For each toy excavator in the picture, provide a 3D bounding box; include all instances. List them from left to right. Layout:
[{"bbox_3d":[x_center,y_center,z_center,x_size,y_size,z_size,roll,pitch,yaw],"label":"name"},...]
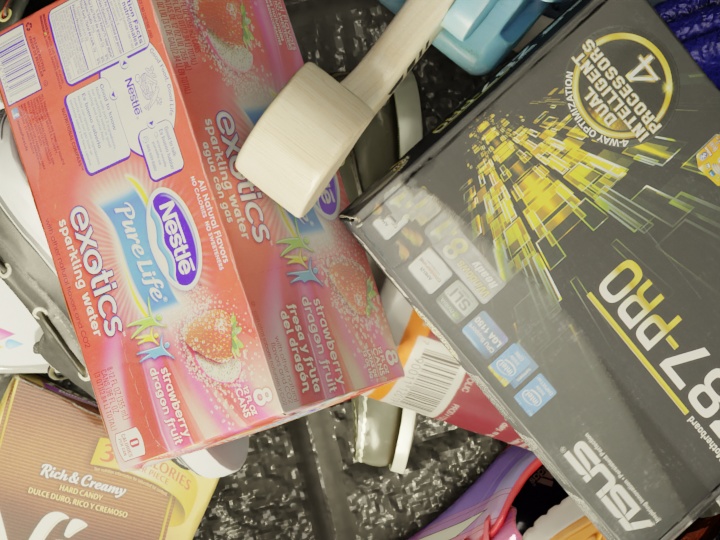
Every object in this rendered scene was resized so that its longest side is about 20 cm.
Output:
[{"bbox_3d":[0.036,-0.116,0.976,0.100,0.194,0.201,36,101,3],"label":"toy excavator"}]

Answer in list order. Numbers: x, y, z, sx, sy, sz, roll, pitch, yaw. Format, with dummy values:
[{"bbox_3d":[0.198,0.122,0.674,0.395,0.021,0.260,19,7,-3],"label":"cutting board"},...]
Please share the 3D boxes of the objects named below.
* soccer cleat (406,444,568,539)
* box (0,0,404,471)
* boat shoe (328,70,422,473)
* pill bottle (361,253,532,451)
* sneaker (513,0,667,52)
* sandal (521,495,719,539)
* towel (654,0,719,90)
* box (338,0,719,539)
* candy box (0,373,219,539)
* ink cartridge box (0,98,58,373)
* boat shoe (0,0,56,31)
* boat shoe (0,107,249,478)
[{"bbox_3d":[0.055,0.153,1.147,0.067,0.076,0.200,45,85,-5],"label":"soccer cleat"},{"bbox_3d":[-0.071,-0.028,0.984,0.102,0.094,0.202,-22,85,36],"label":"box"},{"bbox_3d":[0.000,0.000,1.138,0.060,0.072,0.204,0,86,-8],"label":"boat shoe"},{"bbox_3d":[0.096,0.029,1.060,0.198,0.114,0.115,18,90,-10],"label":"pill bottle"},{"bbox_3d":[0.069,-0.150,1.094,0.198,0.084,0.076,14,82,19],"label":"sneaker"},{"bbox_3d":[0.148,0.130,1.120,0.059,0.080,0.206,40,46,25],"label":"sandal"},{"bbox_3d":[0.154,-0.033,1.107,0.147,0.050,0.201,-24,128,9],"label":"towel"},{"bbox_3d":[0.113,-0.001,0.980,0.161,0.049,0.200,-40,99,-4],"label":"box"},{"bbox_3d":[-0.163,0.163,1.131,0.116,0.056,0.201,25,88,-8],"label":"candy box"},{"bbox_3d":[-0.143,-0.024,1.109,0.198,0.087,0.147,1,92,-9],"label":"ink cartridge box"},{"bbox_3d":[-0.122,-0.149,1.078,0.201,0.063,0.074,-45,143,-37],"label":"boat shoe"},{"bbox_3d":[-0.126,0.019,1.038,0.066,0.070,0.201,-24,115,26],"label":"boat shoe"}]
